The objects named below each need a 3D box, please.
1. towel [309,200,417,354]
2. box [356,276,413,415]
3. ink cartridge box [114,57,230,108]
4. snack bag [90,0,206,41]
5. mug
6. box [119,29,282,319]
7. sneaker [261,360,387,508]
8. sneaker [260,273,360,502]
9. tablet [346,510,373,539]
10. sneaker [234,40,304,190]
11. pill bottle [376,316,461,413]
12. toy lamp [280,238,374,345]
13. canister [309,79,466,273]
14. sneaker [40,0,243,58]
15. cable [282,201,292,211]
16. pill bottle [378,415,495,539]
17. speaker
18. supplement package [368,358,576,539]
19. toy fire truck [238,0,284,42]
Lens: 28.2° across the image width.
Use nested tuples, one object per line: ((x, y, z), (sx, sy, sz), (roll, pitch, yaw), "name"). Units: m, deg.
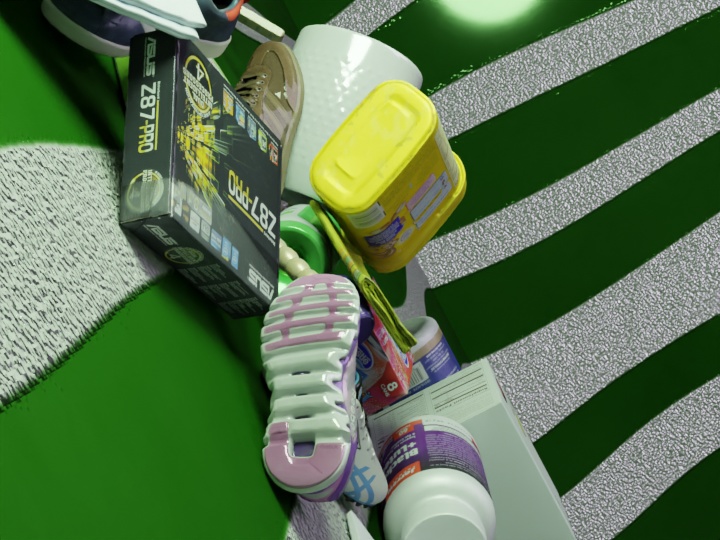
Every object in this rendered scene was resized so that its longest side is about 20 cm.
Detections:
((0.000, 0.000, 1.316), (0.086, 0.018, 0.200), (58, 0, -28), "towel")
((-0.011, 0.081, 1.413), (0.100, 0.095, 0.200), (63, 6, -4), "box")
((-0.140, -0.110, 1.260), (0.148, 0.075, 0.201), (56, 8, -43), "ink cartridge box")
((-0.220, -0.260, 1.072), (0.198, 0.021, 0.190), (17, 34, -35), "snack bag")
((-0.051, -0.161, 1.570), (0.198, 0.177, 0.148), (17, -11, 25), "mug")
((-0.122, -0.072, 1.136), (0.200, 0.049, 0.163), (48, 39, -58), "box")
((-0.016, 0.135, 1.265), (0.201, 0.072, 0.072), (60, 5, -35), "sneaker")
((-0.035, 0.099, 1.151), (0.089, 0.079, 0.202), (69, 20, -54), "sneaker")
((0.044, 0.315, 1.267), (0.201, 0.014, 0.131), (59, 7, -32), "tablet")
((-0.108, -0.158, 1.472), (0.075, 0.070, 0.202), (32, 54, -49), "sneaker")
((0.082, 0.167, 1.708), (0.201, 0.115, 0.116), (62, 6, -12), "pill bottle")
((-0.058, -0.002, 1.287), (0.200, 0.058, 0.058), (44, -6, 38), "toy lamp")
((0.030, -0.092, 1.434), (0.086, 0.149, 0.200), (40, -4, 18), "canister")
((-0.170, -0.226, 1.166), (0.075, 0.085, 0.199), (46, 30, 21), "sneaker")
((-0.135, -0.136, 1.655), (0.201, 0.050, 0.097), (51, 23, 4), "cable")
((0.074, 0.231, 1.411), (0.112, 0.111, 0.200), (60, 7, -16), "pill bottle")
((-0.063, -0.018, 1.454), (0.089, 0.088, 0.200), (62, 7, -5), "speaker")
((0.123, 0.232, 1.587), (0.201, 0.155, 0.111), (60, 7, -21), "supplement package")
((-0.179, -0.385, 1.935), (0.176, 0.127, 0.202), (17, 57, -81), "toy fire truck")
